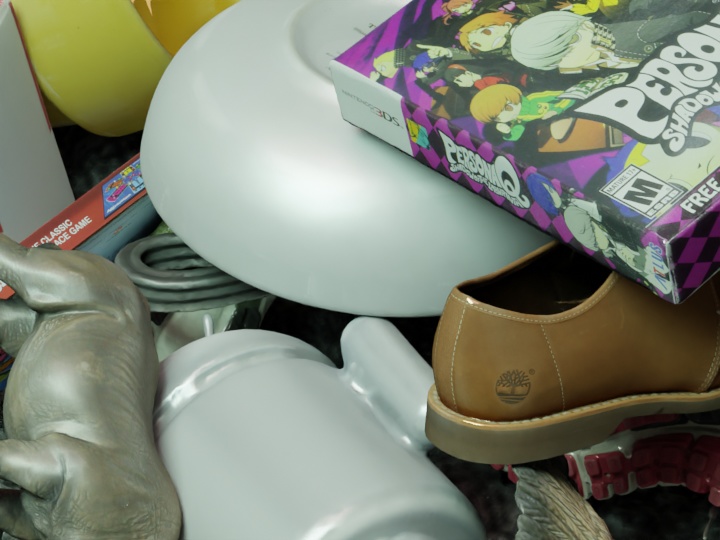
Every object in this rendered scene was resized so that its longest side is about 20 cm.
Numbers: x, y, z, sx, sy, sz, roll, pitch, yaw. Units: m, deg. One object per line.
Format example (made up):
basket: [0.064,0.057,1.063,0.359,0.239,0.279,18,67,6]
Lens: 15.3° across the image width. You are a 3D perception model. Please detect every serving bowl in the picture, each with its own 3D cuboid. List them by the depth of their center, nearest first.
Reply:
serving bowl: [0.009,-0.067,1.110,0.198,0.066,0.201,4,38,-3]

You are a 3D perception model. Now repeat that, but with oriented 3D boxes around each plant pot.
plant pot: [-0.179,-0.146,1.298,0.188,0.201,0.202,-20,41,17]

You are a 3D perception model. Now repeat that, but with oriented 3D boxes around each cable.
cable: [0.000,0.000,1.130,0.199,0.051,0.097,-19,40,-17]

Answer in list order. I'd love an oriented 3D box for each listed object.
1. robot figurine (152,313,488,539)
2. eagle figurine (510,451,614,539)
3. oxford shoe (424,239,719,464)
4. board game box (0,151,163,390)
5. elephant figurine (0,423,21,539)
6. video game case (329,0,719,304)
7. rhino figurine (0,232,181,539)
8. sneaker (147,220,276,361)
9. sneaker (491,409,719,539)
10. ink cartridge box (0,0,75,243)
robot figurine: [-0.028,0.099,1.048,0.170,0.113,0.200,-50,48,5]
eagle figurine: [0.097,0.154,0.952,0.150,0.152,0.201,-1,46,44]
oxford shoe: [0.112,0.011,1.004,0.199,0.072,0.071,-17,29,-35]
board game box: [-0.141,0.013,1.162,0.019,0.103,0.200,42,55,11]
elephant figurine: [-0.183,0.113,1.053,0.155,0.142,0.200,20,56,38]
video game case: [0.119,-0.090,1.014,0.200,0.036,0.181,-38,46,-22]
rhino figurine: [-0.110,0.079,0.997,0.087,0.060,0.201,0,64,-21]
sneaker: [-0.061,-0.018,1.201,0.200,0.077,0.088,-47,23,-21]
sneaker: [0.125,0.055,1.090,0.199,0.081,0.075,15,22,27]
ink cartridge box: [-0.246,-0.047,1.233,0.198,0.146,0.084,2,44,16]
